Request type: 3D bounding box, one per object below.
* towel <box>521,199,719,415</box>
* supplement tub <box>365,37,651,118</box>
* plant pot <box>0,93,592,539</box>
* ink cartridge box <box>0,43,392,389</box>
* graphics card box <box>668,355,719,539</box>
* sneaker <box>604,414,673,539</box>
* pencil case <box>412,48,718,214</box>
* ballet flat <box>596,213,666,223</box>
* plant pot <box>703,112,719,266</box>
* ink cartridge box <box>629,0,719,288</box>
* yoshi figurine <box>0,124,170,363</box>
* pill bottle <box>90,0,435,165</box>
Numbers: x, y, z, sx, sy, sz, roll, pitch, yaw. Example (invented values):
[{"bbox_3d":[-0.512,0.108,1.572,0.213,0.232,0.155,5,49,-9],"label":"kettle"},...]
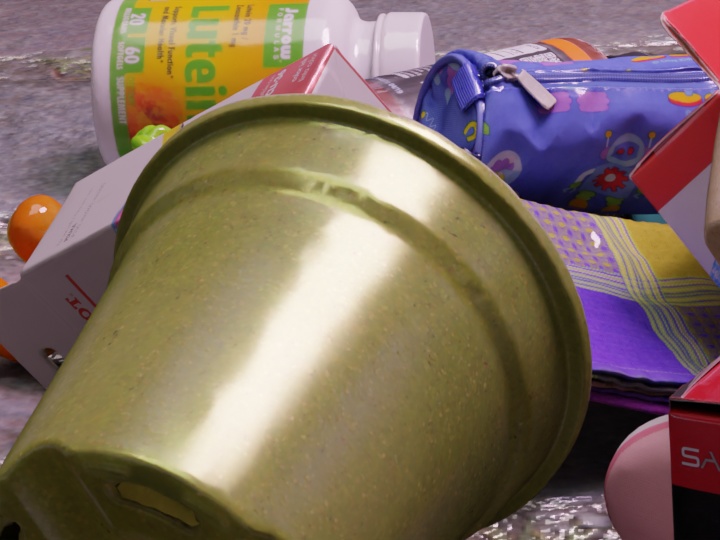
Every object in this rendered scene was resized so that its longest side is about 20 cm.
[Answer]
[{"bbox_3d":[0.115,0.012,1.022,0.199,0.023,0.144,10,34,-24],"label":"towel"},{"bbox_3d":[0.079,-0.068,1.270,0.199,0.108,0.107,-14,22,-27],"label":"supplement tub"},{"bbox_3d":[-0.038,0.068,0.825,0.199,0.201,0.184,5,33,23],"label":"plant pot"},{"bbox_3d":[-0.057,0.001,0.966,0.199,0.117,0.068,-24,28,37],"label":"ink cartridge box"},{"bbox_3d":[0.131,0.108,0.622,0.051,0.201,0.125,7,21,30],"label":"graphics card box"},{"bbox_3d":[0.155,0.105,0.812,0.199,0.076,0.104,16,22,36],"label":"sneaker"},{"bbox_3d":[0.124,-0.068,1.108,0.199,0.087,0.078,-1,57,-18],"label":"pencil case"},{"bbox_3d":[0.119,-0.013,1.177,0.075,0.068,0.200,-9,21,15],"label":"ballet flat"},{"bbox_3d":[0.241,-0.032,0.838,0.199,0.200,0.177,-10,34,49],"label":"plant pot"},{"bbox_3d":[0.201,-0.030,1.017,0.116,0.200,0.067,-27,-14,-49],"label":"ink cartridge box"},{"bbox_3d":[-0.109,-0.013,1.091,0.199,0.113,0.112,-6,-1,40],"label":"yoshi figurine"},{"bbox_3d":[-0.057,-0.115,1.417,0.199,0.112,0.111,-1,20,9],"label":"pill bottle"}]
